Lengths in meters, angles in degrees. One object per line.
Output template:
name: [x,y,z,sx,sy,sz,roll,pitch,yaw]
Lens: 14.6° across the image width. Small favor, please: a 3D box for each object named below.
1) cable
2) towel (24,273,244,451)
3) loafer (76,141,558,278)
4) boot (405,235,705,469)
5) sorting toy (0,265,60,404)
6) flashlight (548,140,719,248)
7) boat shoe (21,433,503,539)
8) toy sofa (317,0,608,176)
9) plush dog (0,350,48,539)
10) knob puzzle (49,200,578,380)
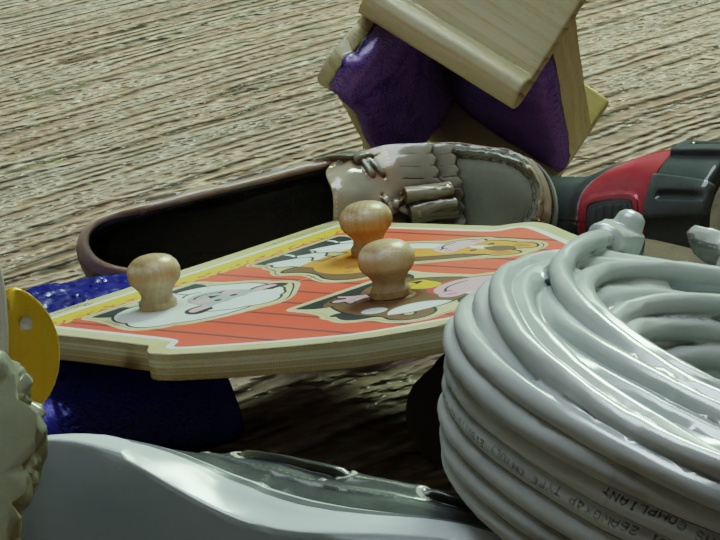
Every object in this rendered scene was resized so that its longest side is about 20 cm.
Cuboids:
cable: [0.115,0.053,0.780,0.199,0.070,0.200,25,18,29]
towel: [-0.154,0.041,1.053,0.199,0.050,0.148,-9,14,-15]
loafer: [-0.019,-0.013,1.154,0.199,0.072,0.063,-10,-15,11]
boot: [0.123,0.025,1.017,0.185,0.065,0.200,2,11,16]
sorting toy: [-0.191,0.054,0.855,0.107,0.201,0.180,36,-22,-22]
flashlight: [0.085,-0.024,1.208,0.199,0.068,0.068,3,47,44]
boat shoe: [-0.021,0.083,0.815,0.199,0.070,0.066,4,9,29]
toy sofa: [0.051,-0.082,1.261,0.083,0.098,0.200,32,-7,12]
plush dog: [-0.167,0.113,0.652,0.171,0.161,0.200,-19,3,35]
knob puzzle: [0.000,0.000,0.999,0.218,0.031,0.220,-7,11,1]
